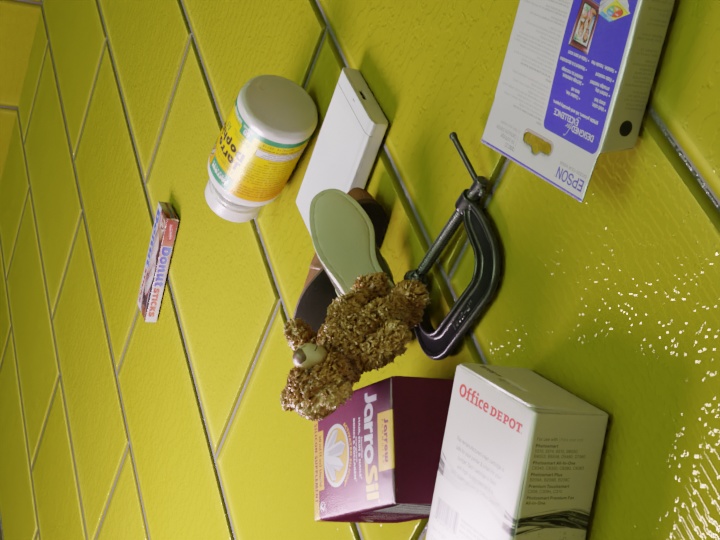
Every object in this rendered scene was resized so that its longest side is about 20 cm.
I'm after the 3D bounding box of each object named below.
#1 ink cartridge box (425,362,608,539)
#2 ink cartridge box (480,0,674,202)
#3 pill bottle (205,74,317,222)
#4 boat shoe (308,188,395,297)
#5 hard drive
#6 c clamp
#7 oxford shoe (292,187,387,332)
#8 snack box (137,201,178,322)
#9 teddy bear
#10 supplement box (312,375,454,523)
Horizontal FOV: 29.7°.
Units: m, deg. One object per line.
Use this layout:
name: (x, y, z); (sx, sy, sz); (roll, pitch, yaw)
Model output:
ink cartridge box: (0.136, 0.199, 1.218); (0.146, 0.084, 0.202); (29, 111, 62)
ink cartridge box: (0.191, -0.182, 1.217); (0.198, 0.043, 0.202); (44, 123, 59)
pill bottle: (-0.142, -0.159, 1.841); (0.200, 0.112, 0.113); (124, 142, -46)
boat shoe: (-0.003, 0.001, 1.526); (0.060, 0.072, 0.203); (82, 163, -66)
hard drive: (-0.026, -0.132, 1.689); (0.132, 0.026, 0.201); (-116, 38, -48)
c clamp: (0.094, -0.013, 1.421); (0.201, 0.027, 0.171); (-62, 39, 37)
oxford shoe: (-0.028, -0.007, 1.632); (0.201, 0.071, 0.071); (-62, 27, 19)
snack box: (-0.354, -0.014, 2.367); (0.072, 0.024, 0.201); (-126, 47, -56)
teddy bear: (-0.011, 0.065, 1.399); (0.145, 0.199, 0.067); (33, 148, 42)
supplement box: (0.033, 0.192, 1.417); (0.200, 0.102, 0.132); (-30, 57, 59)
